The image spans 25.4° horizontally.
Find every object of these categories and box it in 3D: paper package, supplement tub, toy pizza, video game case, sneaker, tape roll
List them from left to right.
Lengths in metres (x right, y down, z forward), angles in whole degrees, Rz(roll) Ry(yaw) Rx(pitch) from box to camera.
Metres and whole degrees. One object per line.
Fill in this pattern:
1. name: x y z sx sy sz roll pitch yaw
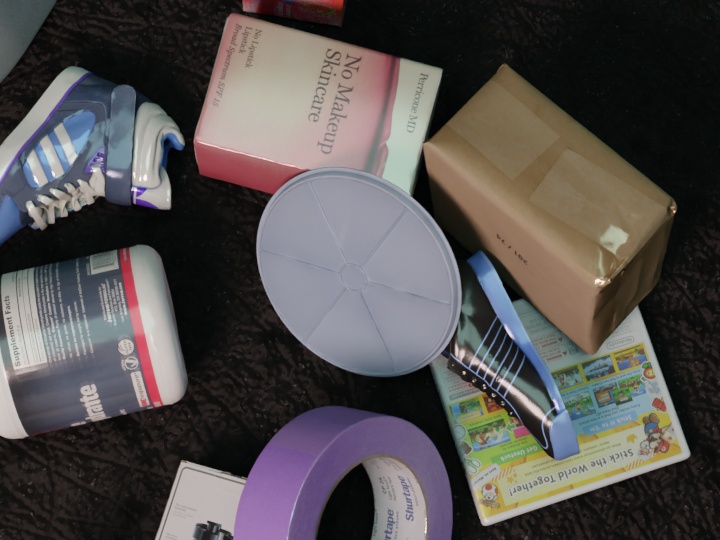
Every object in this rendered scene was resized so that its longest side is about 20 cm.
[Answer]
1. supplement tub: -0.256 0.064 1.369 0.199 0.140 0.141 -12 79 -5
2. sneaker: -0.245 -0.075 1.427 0.146 0.081 0.201 29 73 7
3. tape roll: -0.011 0.216 1.327 0.199 0.065 0.202 -6 98 -45
4. toy pizza: 0.000 0.000 1.394 0.200 0.201 0.032 39 38 5
5. sneaker: 0.119 0.085 1.402 0.078 0.070 0.201 -28 78 0
6. paper package: 0.161 -0.048 1.374 0.200 0.191 0.103 41 77 19
7. video game case: 0.175 0.112 1.442 0.199 0.023 0.183 -17 80 -7

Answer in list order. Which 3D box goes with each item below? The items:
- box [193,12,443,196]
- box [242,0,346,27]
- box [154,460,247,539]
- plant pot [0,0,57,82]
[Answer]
1. box: -0.038 -0.133 1.435 0.199 0.109 0.129 14 77 1
2. box: -0.053 -0.301 1.422 0.099 0.200 0.096 9 77 -1
3. box: -0.123 0.274 1.353 0.116 0.060 0.201 10 77 26
4. plant pot: -0.390 -0.244 1.396 0.195 0.196 0.201 22 79 2
